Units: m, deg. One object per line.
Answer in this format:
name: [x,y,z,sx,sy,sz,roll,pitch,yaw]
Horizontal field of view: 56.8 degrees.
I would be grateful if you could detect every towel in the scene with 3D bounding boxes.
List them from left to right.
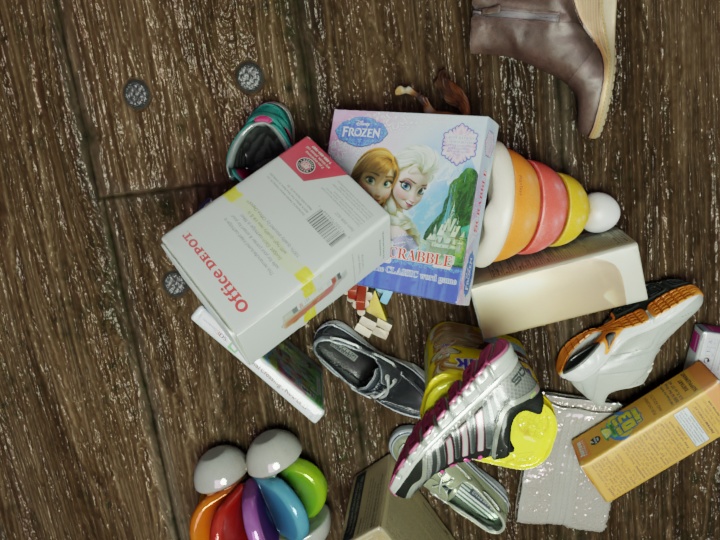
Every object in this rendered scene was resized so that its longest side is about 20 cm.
towel: [0.290,0.266,0.915,0.130,0.035,0.204,6,106,5]

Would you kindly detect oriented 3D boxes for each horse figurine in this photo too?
horse figurine: [0.083,-0.138,0.801,0.131,0.050,0.203,27,105,25]

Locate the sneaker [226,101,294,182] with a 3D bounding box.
sneaker: [-0.110,-0.098,0.810,0.082,0.121,0.204,-2,106,6]

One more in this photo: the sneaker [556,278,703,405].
sneaker: [0.353,0.094,0.851,0.199,0.076,0.092,-39,106,21]

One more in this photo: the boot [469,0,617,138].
boot: [0.212,-0.257,0.778,0.163,0.072,0.204,2,107,17]

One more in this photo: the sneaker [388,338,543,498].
sneaker: [0.110,0.169,0.676,0.087,0.074,0.201,40,100,1]

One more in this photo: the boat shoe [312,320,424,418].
boat shoe: [0.022,0.141,0.889,0.199,0.068,0.072,37,105,-5]

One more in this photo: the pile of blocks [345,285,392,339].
pile of blocks: [0.000,0.000,0.857,0.081,0.062,0.203,-24,102,11]

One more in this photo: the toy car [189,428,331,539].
toy car: [-0.142,0.332,0.913,0.197,0.150,0.178,-18,102,10]

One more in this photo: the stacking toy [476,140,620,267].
stacking toy: [0.222,-0.071,0.799,0.196,0.146,0.149,5,106,-13]

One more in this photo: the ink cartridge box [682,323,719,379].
ink cartridge box: [0.521,0.143,0.858,0.196,0.042,0.122,9,107,6]

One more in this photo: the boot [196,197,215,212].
boot: [-0.132,-0.003,0.829,0.198,0.073,0.090,34,142,-14]

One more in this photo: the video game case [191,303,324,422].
video game case: [-0.117,0.094,0.823,0.182,0.200,0.022,42,92,-6]

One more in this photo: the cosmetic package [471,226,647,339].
cosmetic package: [0.233,0.013,0.818,0.196,0.105,0.072,-15,104,11]

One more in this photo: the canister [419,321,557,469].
canister: [0.146,0.140,0.809,0.146,0.200,0.088,13,106,1]

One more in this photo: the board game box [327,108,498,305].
board game box: [0.044,-0.077,0.762,0.197,0.041,0.204,9,90,29]

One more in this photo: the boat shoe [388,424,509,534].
boat shoe: [0.126,0.286,0.921,0.198,0.062,0.073,33,106,-3]

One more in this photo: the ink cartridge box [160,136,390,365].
ink cartridge box: [-0.086,-0.024,0.705,0.199,0.084,0.145,-37,65,-17]

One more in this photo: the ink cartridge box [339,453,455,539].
ink cartridge box: [0.063,0.382,0.899,0.075,0.165,0.201,-34,99,15]

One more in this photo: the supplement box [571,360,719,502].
supplement box: [0.369,0.203,0.839,0.199,0.067,0.069,-40,98,14]
